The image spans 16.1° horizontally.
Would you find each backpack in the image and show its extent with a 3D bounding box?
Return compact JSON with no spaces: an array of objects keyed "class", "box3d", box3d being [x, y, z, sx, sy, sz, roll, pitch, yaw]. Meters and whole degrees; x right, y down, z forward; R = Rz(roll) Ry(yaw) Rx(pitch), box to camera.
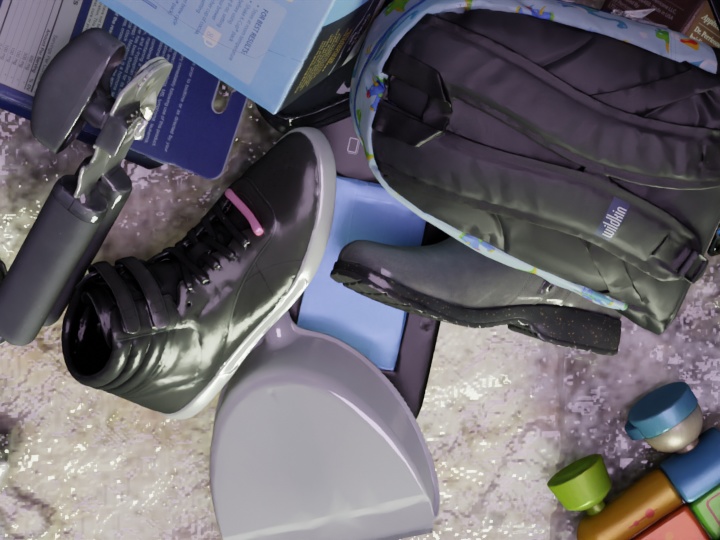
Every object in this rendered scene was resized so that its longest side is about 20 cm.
[{"class":"backpack","box3d":[0.091,-0.077,1.365,0.200,0.154,0.163,12,111,-22]}]

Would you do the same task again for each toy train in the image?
[{"class":"toy train","box3d":[0.151,0.165,1.553,0.200,0.085,0.116,-34,98,0]}]

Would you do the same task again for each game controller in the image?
[{"class":"game controller","box3d":[0.000,0.000,1.496,0.104,0.042,0.200,9,103,-13]}]

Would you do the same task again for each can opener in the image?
[{"class":"can opener","box3d":[-0.163,-0.048,1.389,0.067,0.053,0.200,38,126,6]}]

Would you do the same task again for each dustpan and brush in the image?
[{"class":"dustpan and brush","box3d":[-0.041,0.064,1.477,0.139,0.057,0.200,-14,108,21]}]

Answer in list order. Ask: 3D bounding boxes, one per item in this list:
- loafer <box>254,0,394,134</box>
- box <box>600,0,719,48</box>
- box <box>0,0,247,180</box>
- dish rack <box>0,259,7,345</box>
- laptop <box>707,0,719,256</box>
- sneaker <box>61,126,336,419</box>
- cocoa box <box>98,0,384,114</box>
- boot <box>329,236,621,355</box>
[{"class":"loafer","box3d":[0.022,-0.151,1.437,0.200,0.070,0.068,-37,83,-1]},{"class":"box","box3d":[0.230,-0.189,1.456,0.100,0.075,0.200,28,100,-42]},{"class":"box","box3d":[-0.152,-0.136,1.406,0.200,0.032,0.121,22,77,-20]},{"class":"dish rack","box3d":[-0.279,-0.020,1.430,0.153,0.055,0.200,-19,108,-5]},{"class":"laptop","box3d":[0.261,-0.130,1.460,0.177,0.200,0.103,-28,67,-21]},{"class":"sneaker","box3d":[-0.093,0.001,1.417,0.099,0.071,0.200,10,123,-46]},{"class":"cocoa box","box3d":[-0.033,-0.208,1.318,0.133,0.131,0.200,33,118,6]},{"class":"boot","box3d":[0.079,-0.032,1.464,0.200,0.070,0.132,11,93,-34]}]
